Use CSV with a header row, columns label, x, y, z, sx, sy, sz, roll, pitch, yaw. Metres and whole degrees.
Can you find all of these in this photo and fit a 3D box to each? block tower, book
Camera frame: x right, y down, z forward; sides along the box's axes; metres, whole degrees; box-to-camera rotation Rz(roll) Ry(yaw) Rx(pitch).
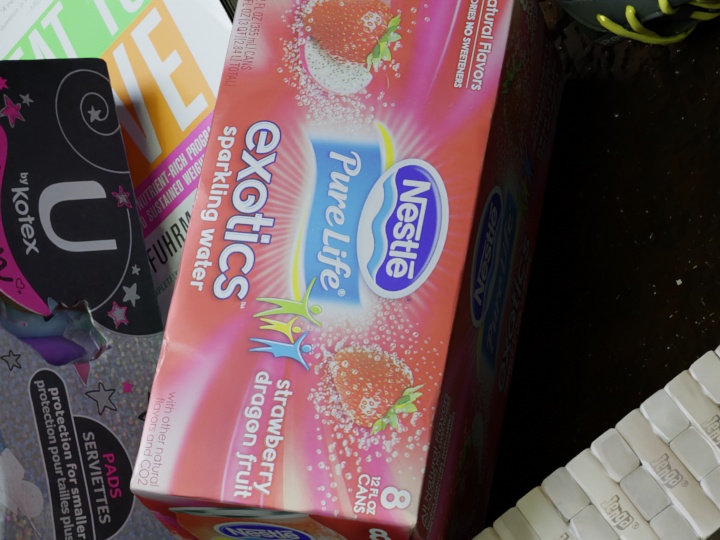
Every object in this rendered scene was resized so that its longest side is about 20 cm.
label,x,y,z,sx,sy,sz,roll,pitch,yaw
block tower,0.079,0.096,0.920,0.200,0.058,0.054,-38,56,2
book,-0.077,-0.051,1.114,0.134,0.048,0.200,-42,62,28

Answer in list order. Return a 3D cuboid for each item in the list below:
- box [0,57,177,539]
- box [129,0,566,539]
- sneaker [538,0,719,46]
label,x,y,z,sx,sy,sz,roll,pitch,yaw
box,-0.149,0.035,1.075,0.132,0.114,0.201,-23,77,48
box,0.000,0.000,0.969,0.099,0.096,0.201,7,71,15
sneaker,0.115,-0.110,0.969,0.200,0.074,0.085,24,103,46
